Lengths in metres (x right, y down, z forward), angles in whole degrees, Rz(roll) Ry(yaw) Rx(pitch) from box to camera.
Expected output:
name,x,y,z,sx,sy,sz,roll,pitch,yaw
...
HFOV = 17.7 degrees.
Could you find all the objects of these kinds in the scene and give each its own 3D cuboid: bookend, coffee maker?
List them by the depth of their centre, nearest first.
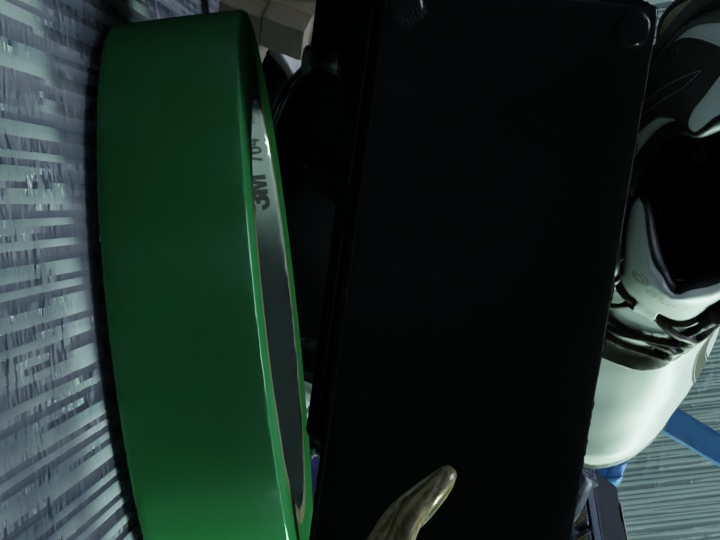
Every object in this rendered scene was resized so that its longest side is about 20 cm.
name,x,y,z,sx,sy,sz,roll,pitch,yaw
bookend,0.020,-0.019,0.833,0.200,0.091,0.200,-124,-139,-70
coffee maker,0.000,0.000,1.019,0.200,0.133,0.194,-63,148,-85

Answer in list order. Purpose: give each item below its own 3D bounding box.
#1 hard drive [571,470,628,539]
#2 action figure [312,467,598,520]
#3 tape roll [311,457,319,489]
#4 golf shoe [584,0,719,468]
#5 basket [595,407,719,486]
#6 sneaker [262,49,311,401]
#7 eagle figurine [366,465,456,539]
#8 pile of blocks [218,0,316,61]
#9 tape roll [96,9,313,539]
name,x,y,z,sx,sy,sz,roll,pitch,yaw
hard drive,0.041,0.189,1.023,0.038,0.200,0.140,35,27,-25
action figure,0.009,0.135,0.964,0.104,0.200,0.194,39,13,-21
tape roll,0.008,0.195,1.290,0.200,0.084,0.202,-7,90,-87
golf shoe,0.098,0.000,0.812,0.095,0.077,0.201,-69,174,-57
basket,0.105,0.103,1.158,0.176,0.199,0.139,-44,-168,47
sneaker,-0.034,-0.029,1.159,0.089,0.075,0.201,66,7,-64
eagle figurine,-0.008,0.162,0.606,0.200,0.150,0.153,-117,-152,-65
pile of blocks,-0.013,-0.189,1.122,0.082,0.062,0.201,-54,164,-65
tape roll,-0.050,0.014,0.788,0.200,0.048,0.202,-6,90,-88
